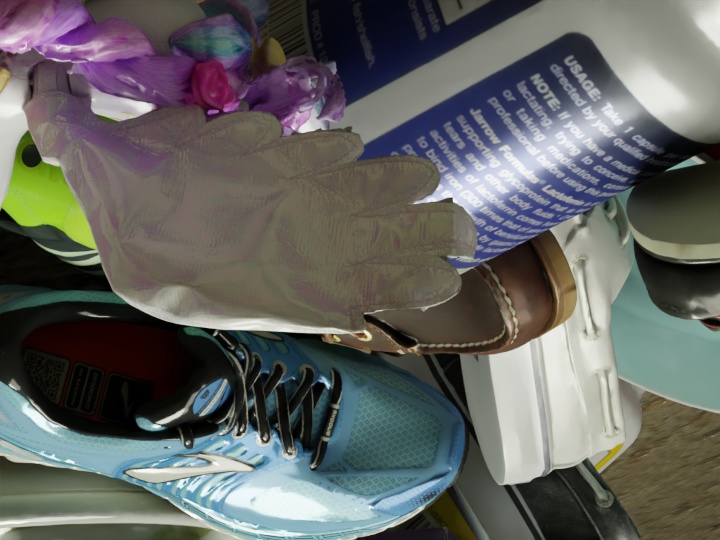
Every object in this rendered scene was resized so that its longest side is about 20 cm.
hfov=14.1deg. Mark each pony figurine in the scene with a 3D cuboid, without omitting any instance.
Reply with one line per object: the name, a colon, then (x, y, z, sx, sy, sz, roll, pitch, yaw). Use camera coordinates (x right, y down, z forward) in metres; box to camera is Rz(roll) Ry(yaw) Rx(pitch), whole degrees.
pony figurine: (-0.066, -0.057, 0.797, 0.192, 0.168, 0.200, -6, 174, 5)

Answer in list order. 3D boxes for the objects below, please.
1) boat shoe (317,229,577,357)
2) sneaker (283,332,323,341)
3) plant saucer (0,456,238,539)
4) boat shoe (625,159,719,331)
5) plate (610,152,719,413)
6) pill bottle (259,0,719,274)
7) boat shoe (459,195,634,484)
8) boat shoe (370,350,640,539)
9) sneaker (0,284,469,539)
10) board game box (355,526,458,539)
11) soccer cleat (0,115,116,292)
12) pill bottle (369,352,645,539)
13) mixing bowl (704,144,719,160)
boat shoe: (0.000, 0.000, 1.059, 0.070, 0.071, 0.200, -29, -160, -24)
sneaker: (-0.087, 0.049, 1.283, 0.114, 0.077, 0.199, -29, 165, 30)
plant saucer: (-0.146, 0.089, 1.146, 0.199, 0.051, 0.200, -5, 169, -1)
boat shoe: (0.135, -0.010, 0.956, 0.073, 0.064, 0.201, 5, -168, 18)
plate: (0.107, -0.014, 1.145, 0.026, 0.200, 0.200, -55, -179, -24)
pill bottle: (0.058, -0.076, 0.910, 0.199, 0.116, 0.115, -26, 164, 30)
boat shoe: (0.071, -0.007, 1.088, 0.065, 0.072, 0.201, -13, 121, -10)
boat shoe: (0.049, 0.044, 1.200, 0.068, 0.200, 0.074, -28, 146, -4)
sneaker: (-0.053, 0.052, 1.032, 0.199, 0.079, 0.090, 11, 171, -16)
board game box: (-0.033, 0.166, 1.241, 0.199, 0.057, 0.165, -8, 156, 16)
soccer cleat: (-0.094, -0.031, 1.015, 0.081, 0.068, 0.200, 12, 174, 2)
pill bottle: (0.057, 0.066, 1.340, 0.200, 0.114, 0.114, -41, 166, -3)
mixing bowl: (0.189, -0.050, 1.193, 0.199, 0.109, 0.200, -19, 166, -5)
